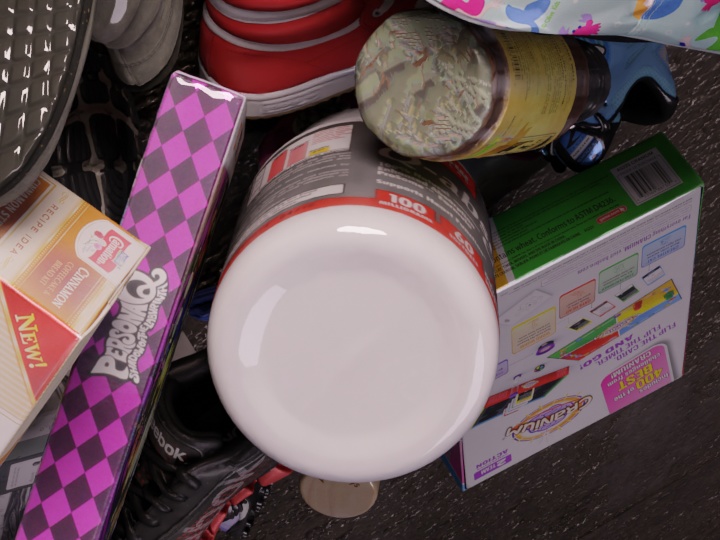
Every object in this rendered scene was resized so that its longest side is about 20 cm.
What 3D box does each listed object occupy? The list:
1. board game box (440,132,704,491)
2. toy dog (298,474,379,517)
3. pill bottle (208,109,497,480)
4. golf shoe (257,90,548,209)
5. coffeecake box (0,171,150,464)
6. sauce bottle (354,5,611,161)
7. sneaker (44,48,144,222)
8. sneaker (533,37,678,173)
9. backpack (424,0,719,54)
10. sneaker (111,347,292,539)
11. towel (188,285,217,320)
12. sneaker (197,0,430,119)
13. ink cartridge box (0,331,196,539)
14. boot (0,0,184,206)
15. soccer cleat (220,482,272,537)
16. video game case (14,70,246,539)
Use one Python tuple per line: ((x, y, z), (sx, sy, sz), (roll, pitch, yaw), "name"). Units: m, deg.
((0.107, 0.028, 1.102), (0.153, 0.040, 0.200), (-26, 149, -12), "board game box")
((0.014, 0.055, 1.211), (0.096, 0.132, 0.200), (33, 108, -23), "toy dog")
((0.000, 0.000, 0.882), (0.116, 0.116, 0.200), (-44, -167, 15), "pill bottle")
((0.021, -0.048, 1.066), (0.200, 0.075, 0.092), (-9, 147, -41), "golf shoe")
((-0.202, 0.001, 0.721), (0.154, 0.200, 0.073), (-52, -175, 30), "coffeecake box")
((0.064, -0.082, 0.886), (0.065, 0.065, 0.200), (-47, 165, 21), "sauce bottle")
((-0.159, -0.054, 0.854), (0.080, 0.078, 0.200), (-7, 178, 29), "sneaker")
((0.094, -0.092, 1.032), (0.200, 0.090, 0.078), (-18, 169, -37), "sneaker")
((0.083, -0.173, 0.811), (0.200, 0.178, 0.151), (-7, 135, -32), "backpack")
((-0.093, 0.099, 0.981), (0.200, 0.071, 0.098), (-44, 154, 7), "sneaker")
((0.020, -0.004, 1.115), (0.200, 0.024, 0.145), (-13, 179, -39), "towel")
((0.019, -0.144, 0.901), (0.200, 0.071, 0.112), (-27, 156, -14), "sneaker")
((-0.195, 0.084, 1.007), (0.200, 0.084, 0.146), (-13, 146, -40), "ink cartridge box")
((-0.097, -0.095, 0.724), (0.068, 0.200, 0.131), (-1, 158, 19), "boot")
((-0.093, 0.119, 1.234), (0.200, 0.073, 0.068), (63, 51, -80), "soccer cleat")
((-0.094, 0.024, 0.852), (0.181, 0.036, 0.200), (153, -45, -86), "video game case")
